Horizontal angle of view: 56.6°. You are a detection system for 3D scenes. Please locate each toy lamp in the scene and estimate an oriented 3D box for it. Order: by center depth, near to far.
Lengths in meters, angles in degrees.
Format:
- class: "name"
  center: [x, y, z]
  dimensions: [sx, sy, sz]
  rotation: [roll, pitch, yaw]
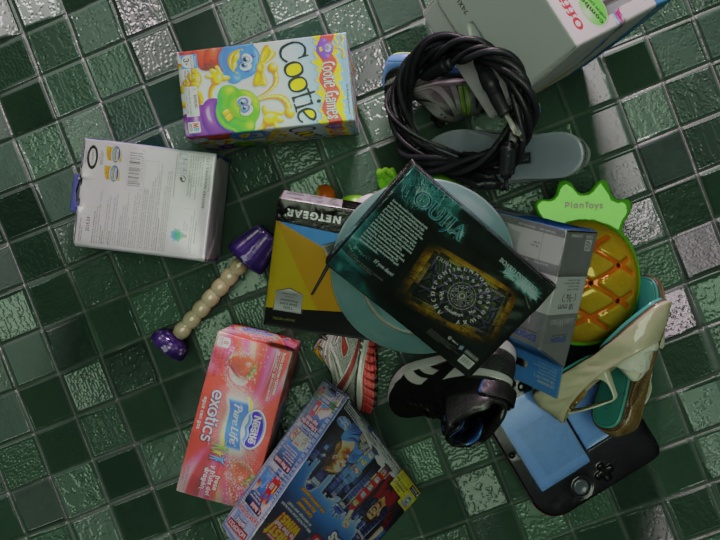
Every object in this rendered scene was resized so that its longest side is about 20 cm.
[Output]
- class: "toy lamp"
  center: [-0.181, 0.026, 0.854]
  dimensions: [0.058, 0.058, 0.200]
  rotation: [41, 95, 1]

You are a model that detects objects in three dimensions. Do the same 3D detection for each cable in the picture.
- class: "cable"
  center: [0.100, -0.181, 0.744]
  dimensions: [0.200, 0.051, 0.163]
  rotation: [33, 137, 34]

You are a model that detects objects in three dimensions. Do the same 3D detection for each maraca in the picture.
- class: "maraca"
  center: [0.267, -0.009, 0.808]
  dimensions: [0.137, 0.107, 0.201]
  rotation: [0, 92, 3]

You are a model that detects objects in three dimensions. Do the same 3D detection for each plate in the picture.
- class: "plate"
  center: [0.068, 0.003, 0.713]
  dimensions: [0.200, 0.026, 0.201]
  rotation: [0, 109, -1]

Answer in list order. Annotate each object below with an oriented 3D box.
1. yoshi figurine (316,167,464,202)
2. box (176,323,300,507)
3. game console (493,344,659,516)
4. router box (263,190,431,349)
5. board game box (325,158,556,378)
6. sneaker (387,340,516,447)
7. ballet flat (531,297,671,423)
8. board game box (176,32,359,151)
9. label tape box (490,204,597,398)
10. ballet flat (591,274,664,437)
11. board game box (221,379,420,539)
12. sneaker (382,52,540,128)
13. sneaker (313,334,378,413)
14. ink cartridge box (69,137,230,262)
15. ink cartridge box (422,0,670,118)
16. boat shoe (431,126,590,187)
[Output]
- class: "yoshi figurine"
  center: [0.045, -0.080, 0.818]
  dimensions: [0.199, 0.112, 0.113]
  rotation: [0, 83, -3]
- class: "box"
  center: [-0.148, 0.177, 0.835]
  dimensions: [0.094, 0.103, 0.200]
  rotation: [15, 91, 1]
- class: "game console"
  center: [0.259, 0.192, 0.853]
  dimensions: [0.177, 0.031, 0.200]
  rotation: [-31, 91, 3]
- class: "router box"
  center: [0.000, 0.000, 0.754]
  dimensions: [0.200, 0.051, 0.149]
  rotation: [8, 108, -2]
- class: "board game box"
  center: [0.083, 0.002, 0.685]
  dimensions: [0.200, 0.028, 0.135]
  rotation: [39, 103, -13]
- class: "sneaker"
  center: [0.092, 0.158, 0.774]
  dimensions: [0.073, 0.112, 0.200]
  rotation: [33, 136, -20]
- class: "ballet flat"
  center: [0.291, 0.113, 0.780]
  dimensions: [0.069, 0.069, 0.200]
  rotation: [45, 119, 1]
- class: "board game box"
  center: [-0.107, -0.214, 0.820]
  dimensions: [0.200, 0.105, 0.103]
  rotation: [-6, 92, 3]
- class: "label tape box"
  center: [0.175, 0.034, 0.778]
  dimensions: [0.063, 0.144, 0.200]
  rotation: [-2, 106, -41]
- class: "ballet flat"
  center: [0.340, 0.108, 0.825]
  dimensions: [0.072, 0.068, 0.200]
  rotation: [22, 79, -36]
- class: "board game box"
  center: [-0.052, 0.272, 0.800]
  dimensions: [0.200, 0.062, 0.200]
  rotation: [-42, 122, -17]
- class: "sneaker"
  center: [0.124, -0.217, 0.836]
  dimensions: [0.199, 0.071, 0.083]
  rotation: [11, 111, 1]
- class: "sneaker"
  center: [-0.020, 0.081, 0.838]
  dimensions: [0.082, 0.078, 0.201]
  rotation: [0, 91, 4]
- class: "ink cartridge box"
  center: [-0.276, -0.090, 0.844]
  dimensions: [0.200, 0.076, 0.137]
  rotation: [7, 91, 1]
- class: "ink cartridge box"
  center: [0.206, -0.294, 0.742]
  dimensions: [0.200, 0.146, 0.147]
  rotation: [-33, 90, -31]
- class: "boat shoe"
  center: [0.183, -0.142, 0.827]
  dimensions: [0.202, 0.086, 0.075]
  rotation: [1, 97, 31]
